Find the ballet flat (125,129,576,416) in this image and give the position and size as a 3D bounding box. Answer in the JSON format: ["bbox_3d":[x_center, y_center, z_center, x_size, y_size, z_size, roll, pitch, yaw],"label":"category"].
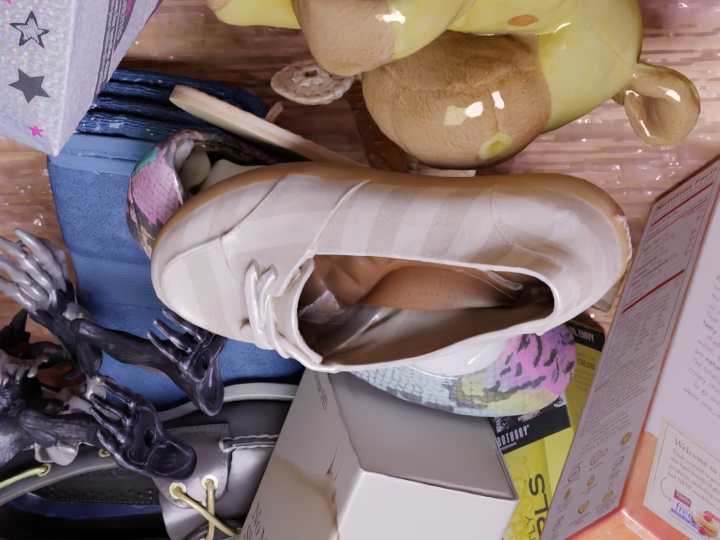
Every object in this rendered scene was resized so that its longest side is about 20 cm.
[{"bbox_3d":[0.000,0.001,0.947,0.199,0.070,0.071,25,159,-5],"label":"ballet flat"}]

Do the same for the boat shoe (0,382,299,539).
[{"bbox_3d":[-0.081,0.098,1.068,0.199,0.061,0.072,-6,129,21],"label":"boat shoe"}]

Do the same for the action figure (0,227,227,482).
[{"bbox_3d":[-0.151,0.044,1.021,0.199,0.119,0.102,-3,132,41],"label":"action figure"}]

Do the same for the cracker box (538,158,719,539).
[{"bbox_3d":[0.153,0.067,0.908,0.134,0.201,0.058,39,136,-14],"label":"cracker box"}]

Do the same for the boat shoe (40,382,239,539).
[{"bbox_3d":[-0.127,0.097,1.166,0.199,0.076,0.060,30,176,-9],"label":"boat shoe"}]

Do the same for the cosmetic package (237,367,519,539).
[{"bbox_3d":[-0.011,0.141,0.999,0.072,0.104,0.201,12,116,-19],"label":"cosmetic package"}]

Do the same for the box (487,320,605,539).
[{"bbox_3d":[0.082,0.125,0.999,0.075,0.202,0.050,-25,154,33],"label":"box"}]

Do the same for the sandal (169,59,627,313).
[{"bbox_3d":[0.026,-0.056,0.958,0.211,0.070,0.078,25,178,-23],"label":"sandal"}]

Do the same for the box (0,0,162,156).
[{"bbox_3d":[-0.124,-0.165,0.862,0.114,0.133,0.201,20,136,7],"label":"box"}]

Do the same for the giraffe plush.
[{"bbox_3d":[0.042,-0.109,0.853,0.199,0.173,0.163,-22,140,-4],"label":"giraffe plush"}]

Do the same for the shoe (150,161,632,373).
[{"bbox_3d":[0.000,0.000,0.869,0.199,0.053,0.070,-4,124,31],"label":"shoe"}]

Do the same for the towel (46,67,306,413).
[{"bbox_3d":[-0.074,0.000,1.057,0.111,0.049,0.201,9,133,16],"label":"towel"}]
